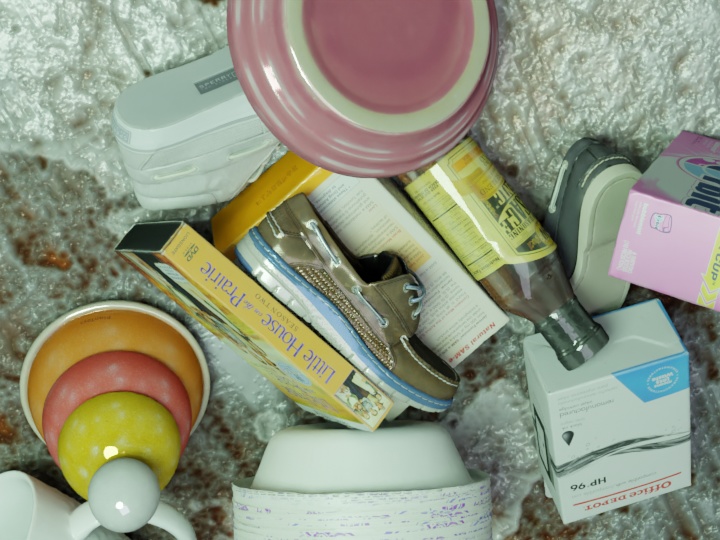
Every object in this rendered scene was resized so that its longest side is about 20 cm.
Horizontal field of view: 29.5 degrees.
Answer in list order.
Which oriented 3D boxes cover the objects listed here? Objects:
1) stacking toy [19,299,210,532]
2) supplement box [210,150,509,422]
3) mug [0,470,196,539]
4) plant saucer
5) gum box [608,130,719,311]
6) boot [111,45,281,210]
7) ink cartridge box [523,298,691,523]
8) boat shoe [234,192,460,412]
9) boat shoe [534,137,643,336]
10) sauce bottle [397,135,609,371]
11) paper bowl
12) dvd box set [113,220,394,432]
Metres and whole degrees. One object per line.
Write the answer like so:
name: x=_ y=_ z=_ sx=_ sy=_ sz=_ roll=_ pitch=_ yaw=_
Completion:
stacking toy: x=-0.177 y=0.123 z=0.986 sx=0.145 sy=0.200 sz=0.147 roll=-4 pitch=114 yaw=-8
supplement box: x=0.000 y=0.000 z=1.032 sx=0.126 sy=0.074 sz=0.200 roll=-40 pitch=115 yaw=9
mug: x=-0.215 y=0.245 z=1.064 sx=0.200 sy=0.148 sz=0.175 roll=-41 pitch=124 yaw=16
plant saucer: x=0.011 y=-0.164 z=0.923 sx=0.199 sy=0.051 sz=0.202 roll=1 pitch=89 yaw=-23
gum box: x=0.261 y=-0.038 z=0.986 sx=0.113 sy=0.200 sz=0.067 roll=18 pitch=114 yaw=17
boot: x=-0.077 y=-0.109 z=0.980 sx=0.199 sy=0.074 sz=0.096 roll=-19 pitch=144 yaw=-12
ink cartridge box: x=0.203 y=0.130 z=1.107 sx=0.115 sy=0.068 sz=0.201 roll=-16 pitch=132 yaw=-2
boat shoe: x=0.008 y=0.024 z=0.963 sx=0.200 sy=0.072 sz=0.072 roll=39 pitch=100 yaw=-24
boat shoe: x=0.169 y=-0.014 z=1.066 sx=0.072 sy=0.063 sz=0.201 roll=-14 pitch=136 yaw=-24
sauce bottle: x=0.108 y=-0.016 z=1.014 sx=0.066 sy=0.066 sz=0.200 roll=-39 pitch=94 yaw=9
paper bowl: x=0.001 y=0.170 z=1.049 sx=0.199 sy=0.201 sz=0.105 roll=-2 pitch=87 yaw=-9
dvd box set: x=-0.080 y=0.039 z=0.988 sx=0.200 sy=0.146 sz=0.029 roll=42 pitch=76 yaw=-19
